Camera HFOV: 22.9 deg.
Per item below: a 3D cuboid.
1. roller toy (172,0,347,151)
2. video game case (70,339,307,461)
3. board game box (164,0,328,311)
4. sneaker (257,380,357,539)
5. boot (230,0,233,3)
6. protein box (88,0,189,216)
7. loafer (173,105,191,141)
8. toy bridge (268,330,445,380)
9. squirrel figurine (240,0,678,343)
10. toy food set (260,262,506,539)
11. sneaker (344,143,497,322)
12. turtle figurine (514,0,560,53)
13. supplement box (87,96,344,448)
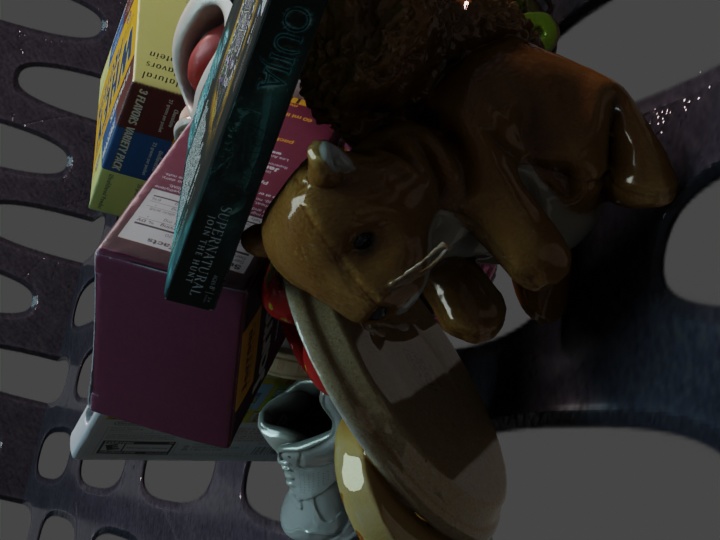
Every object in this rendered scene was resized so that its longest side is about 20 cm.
[{"bbox_3d":[-0.028,-0.125,1.205,0.200,0.182,0.140,-30,59,11],"label":"roller toy"},{"bbox_3d":[-0.076,0.084,1.184,0.182,0.199,0.023,127,140,-54],"label":"video game case"},{"bbox_3d":[-0.052,-0.096,0.859,0.136,0.028,0.200,-87,16,-46],"label":"board game box"},{"bbox_3d":[-0.026,0.112,1.161,0.200,0.099,0.078,121,155,-46],"label":"sneaker"},{"bbox_3d":[0.013,-0.200,1.039,0.162,0.073,0.198,-42,25,-10],"label":"boot"},{"bbox_3d":[-0.120,-0.138,1.548,0.200,0.198,0.135,-96,25,-51],"label":"protein box"},{"bbox_3d":[-0.070,-0.082,1.364,0.072,0.200,0.063,-5,59,35],"label":"loafer"},{"bbox_3d":[-0.032,0.037,1.085,0.067,0.199,0.027,-118,32,-42],"label":"toy bridge"},{"bbox_3d":[0.025,-0.059,0.883,0.142,0.186,0.201,-43,66,57],"label":"squirrel figurine"},{"bbox_3d":[0.014,0.066,0.945,0.049,0.200,0.198,-33,-7,16],"label":"toy food set"},{"bbox_3d":[0.034,-0.067,1.059,0.095,0.079,0.201,-21,87,69],"label":"sneaker"},{"bbox_3d":[0.087,-0.135,1.066,0.161,0.064,0.201,105,168,-85],"label":"turtle figurine"},{"bbox_3d":[-0.078,-0.009,1.009,0.200,0.085,0.111,-64,-13,-53],"label":"supplement box"}]
